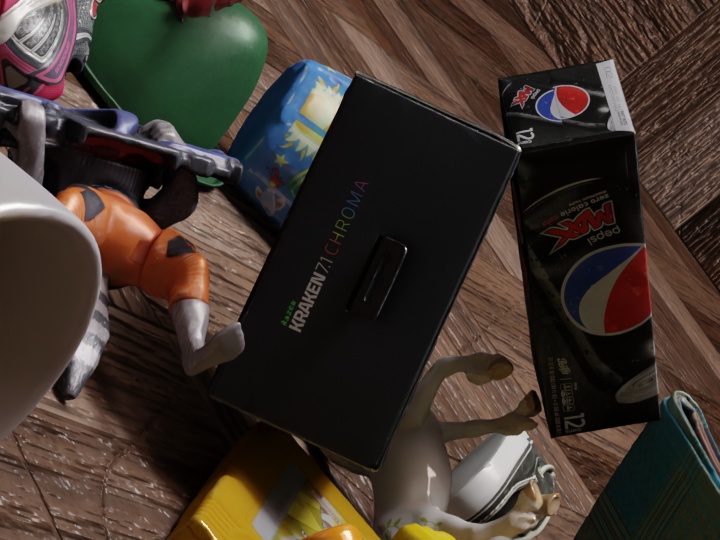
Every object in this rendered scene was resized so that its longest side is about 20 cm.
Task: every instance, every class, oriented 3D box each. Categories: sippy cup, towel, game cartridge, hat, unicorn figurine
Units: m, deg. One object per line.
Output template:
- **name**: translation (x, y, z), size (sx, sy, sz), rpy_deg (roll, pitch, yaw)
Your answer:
- **sippy cup**: translation (-0.014, -0.067, 1.736), size (0.130, 0.178, 0.140), rpy_deg (36, 44, -14)
- **towel**: translation (0.147, 0.181, 1.420), size (0.022, 0.200, 0.147), rpy_deg (16, 28, -25)
- **game cartridge**: translation (-0.013, 0.165, 1.270), size (0.176, 0.032, 0.200), rpy_deg (50, 11, -4)
- **hat**: translation (-0.078, -0.164, 1.653), size (0.166, 0.176, 0.200), rpy_deg (37, 19, -45)
- **unicorn figurine**: translation (0.036, 0.106, 1.443), size (0.074, 0.137, 0.200), rpy_deg (54, 23, -33)

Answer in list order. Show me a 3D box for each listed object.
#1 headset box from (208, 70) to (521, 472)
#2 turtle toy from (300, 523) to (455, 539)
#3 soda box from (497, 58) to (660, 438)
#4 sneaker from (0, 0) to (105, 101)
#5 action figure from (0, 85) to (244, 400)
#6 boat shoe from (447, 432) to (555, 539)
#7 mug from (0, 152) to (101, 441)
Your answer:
- **headset box**: translation (0.000, 0.000, 1.329), size (0.093, 0.175, 0.200), rpy_deg (25, -2, -1)
- **turtle toy**: translation (0.013, 0.182, 1.107), size (0.200, 0.146, 0.101), rpy_deg (37, -4, -41)
- **soda box**: translation (0.116, -0.008, 1.382), size (0.071, 0.063, 0.200), rpy_deg (-99, 179, -50)
- **sneaker**: translation (-0.181, -0.141, 1.484), size (0.075, 0.080, 0.200), rpy_deg (63, 18, -11)
- **action figure**: translation (-0.153, -0.028, 1.275), size (0.199, 0.105, 0.194), rpy_deg (18, 18, -21)
- **boat shoe**: translation (0.092, 0.136, 1.632), size (0.064, 0.071, 0.200), rpy_deg (50, 11, 4)
- **mug**: translation (-0.200, -0.019, 0.907), size (0.153, 0.149, 0.187), rpy_deg (47, 4, 25)
